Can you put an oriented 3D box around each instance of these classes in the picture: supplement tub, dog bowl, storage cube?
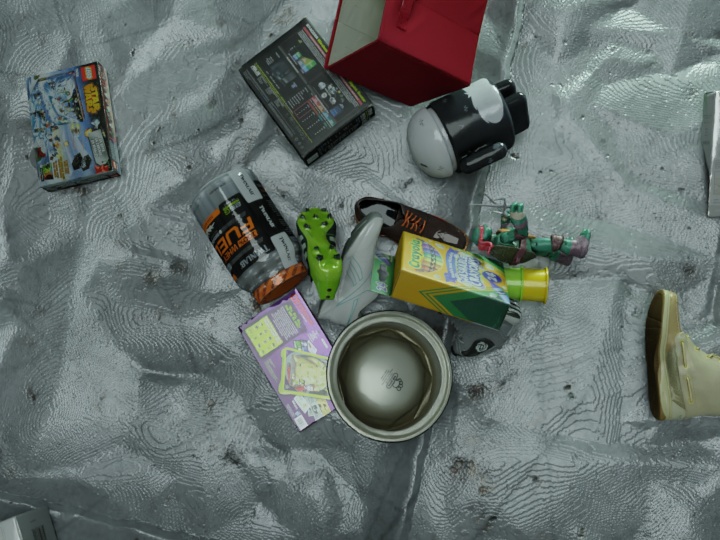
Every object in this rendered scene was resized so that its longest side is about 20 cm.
[{"bbox_3d":[-0.177,-0.054,1.202,0.122,0.123,0.201,-34,81,-1],"label":"supplement tub"},{"bbox_3d":[0.041,0.168,1.167,0.197,0.074,0.203,2,77,-7],"label":"dog bowl"},{"bbox_3d":[0.072,-0.385,1.170,0.178,0.199,0.174,16,82,-28],"label":"storage cube"}]

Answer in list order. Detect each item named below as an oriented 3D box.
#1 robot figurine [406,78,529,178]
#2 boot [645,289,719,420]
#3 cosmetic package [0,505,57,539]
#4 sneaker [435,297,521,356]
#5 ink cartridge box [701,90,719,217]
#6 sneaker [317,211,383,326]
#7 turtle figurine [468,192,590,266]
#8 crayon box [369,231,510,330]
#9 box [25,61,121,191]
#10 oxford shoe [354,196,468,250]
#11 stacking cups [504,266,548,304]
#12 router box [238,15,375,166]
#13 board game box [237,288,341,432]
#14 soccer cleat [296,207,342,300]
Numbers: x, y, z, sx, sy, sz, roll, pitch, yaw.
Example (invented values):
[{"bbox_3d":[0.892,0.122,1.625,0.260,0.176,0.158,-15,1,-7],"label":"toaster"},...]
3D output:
[{"bbox_3d":[0.173,-0.230,1.200,0.198,0.150,0.126,-25,98,0],"label":"robot figurine"},{"bbox_3d":[0.530,0.131,1.150,0.153,0.073,0.203,0,84,5],"label":"boot"},{"bbox_3d":[-0.600,0.457,1.174,0.198,0.108,0.086,-21,81,0],"label":"cosmetic package"},{"bbox_3d":[0.144,0.079,1.168,0.197,0.075,0.117,19,119,1],"label":"sneaker"},{"bbox_3d":[0.644,-0.192,1.208,0.158,0.050,0.203,0,101,4],"label":"ink cartridge box"},{"bbox_3d":[0.000,0.000,1.198,0.079,0.071,0.202,22,110,-6],"label":"sneaker"},{"bbox_3d":[0.249,-0.056,1.164,0.197,0.150,0.102,14,96,-5],"label":"turtle figurine"},{"bbox_3d":[0.118,0.008,1.099,0.197,0.126,0.052,17,119,-4],"label":"crayon box"},{"bbox_3d":[-0.502,-0.251,1.293,0.135,0.040,0.203,-11,82,4],"label":"box"},{"bbox_3d":[0.081,-0.069,1.209,0.197,0.073,0.072,16,84,6],"label":"oxford shoe"},{"bbox_3d":[0.202,0.021,1.203,0.197,0.060,0.061,2,83,10],"label":"stacking cups"},{"bbox_3d":[-0.091,-0.303,1.258,0.149,0.062,0.201,-36,81,0],"label":"router box"},{"bbox_3d":[-0.101,0.147,1.217,0.119,0.032,0.201,-32,82,4],"label":"board game box"},{"bbox_3d":[-0.068,-0.032,1.184,0.066,0.201,0.082,0,124,-11],"label":"soccer cleat"}]
